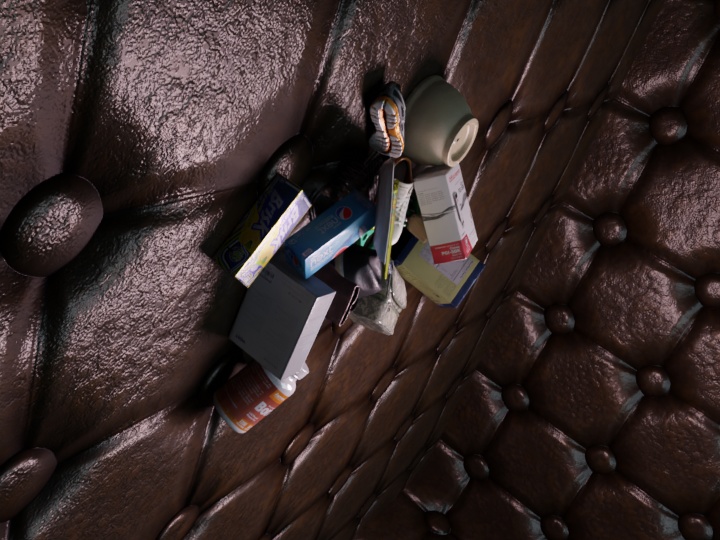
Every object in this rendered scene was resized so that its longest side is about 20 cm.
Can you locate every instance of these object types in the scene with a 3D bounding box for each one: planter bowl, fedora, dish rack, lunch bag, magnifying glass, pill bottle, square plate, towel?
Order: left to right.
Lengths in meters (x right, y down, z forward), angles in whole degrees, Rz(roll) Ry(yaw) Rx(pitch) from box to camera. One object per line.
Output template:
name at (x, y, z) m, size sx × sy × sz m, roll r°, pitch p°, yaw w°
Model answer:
pill bottle at (-0.213, 0.249, 1.625) m, size 0.199 × 0.113 × 0.112 m, roll -39°, pitch 158°, yaw 3°
dish rack at (-0.023, -0.161, 1.603) m, size 0.200 × 0.054 × 0.154 m, roll -49°, pitch 159°, yaw -23°
fedora at (0.000, 0.000, 1.710) m, size 0.200 × 0.090 × 0.205 m, roll -5°, pitch 90°, yaw -76°
magnifying glass at (0.006, -0.085, 1.807) m, size 0.080 × 0.022 × 0.200 m, roll -55°, pitch 157°, yaw -3°
lunch bag at (0.043, 0.058, 1.943) m, size 0.170 × 0.137 × 0.200 m, roll -68°, pitch 160°, yaw -11°
square plate at (0.047, -0.129, 1.548) m, size 0.198 × 0.028 × 0.204 m, roll -86°, pitch -179°, yaw -79°
towel at (0.063, -0.090, 1.628) m, size 0.086 × 0.018 × 0.203 m, roll -72°, pitch 169°, yaw -69°
planter bowl at (0.182, -0.319, 1.700) m, size 0.200 × 0.134 × 0.201 m, roll -45°, pitch 156°, yaw -26°

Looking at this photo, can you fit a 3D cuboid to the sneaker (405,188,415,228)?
sneaker at (0.118, -0.137, 1.902) m, size 0.199 × 0.075 × 0.117 m, roll -38°, pitch 155°, yaw -39°

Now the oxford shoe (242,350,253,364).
oxford shoe at (-0.205, 0.195, 1.715) m, size 0.075 × 0.058 × 0.199 m, roll -41°, pitch 146°, yaw 13°

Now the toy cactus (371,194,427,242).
toy cactus at (0.102, -0.133, 1.771) m, size 0.199 × 0.166 × 0.102 m, roll -36°, pitch 172°, yaw -30°

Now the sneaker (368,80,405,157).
sneaker at (0.063, -0.307, 1.556) m, size 0.201 × 0.077 × 0.078 m, roll 91°, pitch 19°, yaw -65°

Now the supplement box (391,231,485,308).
supplement box at (0.194, -0.015, 1.975) m, size 0.135 × 0.199 × 0.200 m, roll -53°, pitch -178°, yaw -5°

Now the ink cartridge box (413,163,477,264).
ink cartridge box at (0.199, -0.136, 1.738) m, size 0.147 × 0.082 × 0.203 m, roll -47°, pitch 124°, yaw -62°

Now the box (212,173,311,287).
box at (-0.179, -0.073, 1.380) m, size 0.201 × 0.064 × 0.070 m, roll -54°, pitch 158°, yaw -8°

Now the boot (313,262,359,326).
boot at (-0.108, 0.073, 1.591) m, size 0.202 × 0.165 × 0.072 m, roll -61°, pitch 157°, yaw 12°

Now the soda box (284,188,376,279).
soda box at (-0.058, -0.074, 1.501) m, size 0.199 × 0.064 × 0.068 m, roll -38°, pitch 154°, yaw -26°

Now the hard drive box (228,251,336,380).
hard drive box at (-0.162, 0.091, 1.520) m, size 0.076 × 0.155 × 0.202 m, roll -15°, pitch 135°, yaw -60°

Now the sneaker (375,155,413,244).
sneaker at (0.075, -0.159, 1.679) m, size 0.085 × 0.072 × 0.204 m, roll -179°, pitch -84°, yaw -75°
